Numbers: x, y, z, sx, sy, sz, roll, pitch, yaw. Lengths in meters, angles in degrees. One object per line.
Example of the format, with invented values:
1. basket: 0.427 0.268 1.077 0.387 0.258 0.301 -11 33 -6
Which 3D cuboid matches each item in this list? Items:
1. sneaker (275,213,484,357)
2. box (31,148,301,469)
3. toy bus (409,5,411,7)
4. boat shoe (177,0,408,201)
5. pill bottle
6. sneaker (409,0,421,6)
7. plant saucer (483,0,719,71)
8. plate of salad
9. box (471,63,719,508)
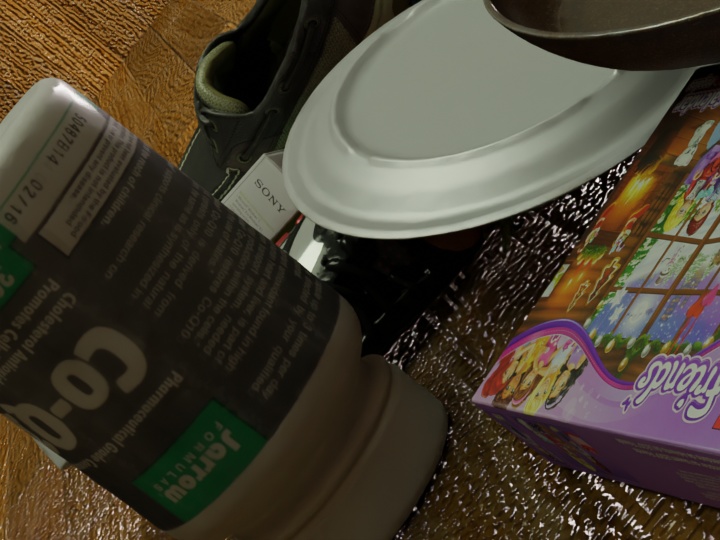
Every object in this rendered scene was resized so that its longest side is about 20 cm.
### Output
1. sneaker: 0.000 0.000 0.870 0.201 0.071 0.098 -58 13 -27
2. box: -0.068 0.011 1.026 0.200 0.036 0.144 -45 -10 23
3. toy bus: -0.021 -0.097 1.081 0.065 0.078 0.200 -39 -9 -43
4. boat shoe: -0.052 -0.091 1.001 0.201 0.066 0.072 -46 46 42
5. pill bottle: -0.071 0.030 0.757 0.113 0.200 0.113 -49 14 16
6. sneaker: -0.007 -0.156 1.133 0.200 0.082 0.071 101 163 -61
7. plant saucer: 0.137 -0.123 0.682 0.199 0.032 0.200 -22 26 12
8. plate of salad: 0.062 -0.071 0.825 0.199 0.048 0.200 -21 32 14
9. box: 0.115 -0.002 0.565 0.137 0.039 0.200 -55 14 -10
